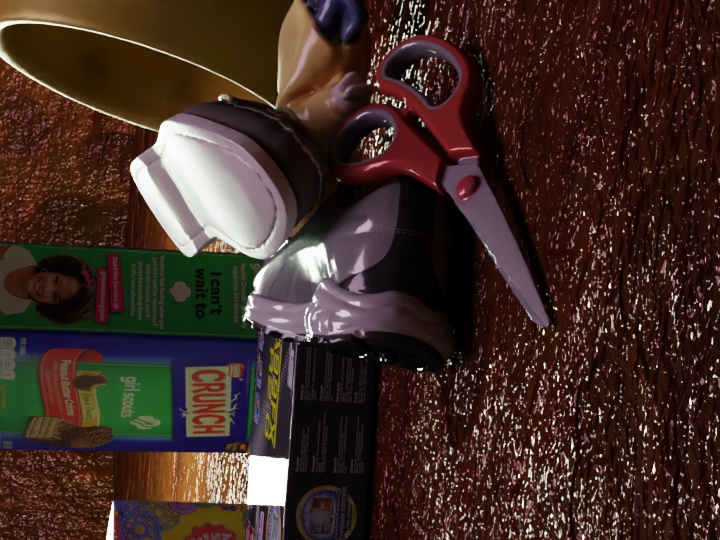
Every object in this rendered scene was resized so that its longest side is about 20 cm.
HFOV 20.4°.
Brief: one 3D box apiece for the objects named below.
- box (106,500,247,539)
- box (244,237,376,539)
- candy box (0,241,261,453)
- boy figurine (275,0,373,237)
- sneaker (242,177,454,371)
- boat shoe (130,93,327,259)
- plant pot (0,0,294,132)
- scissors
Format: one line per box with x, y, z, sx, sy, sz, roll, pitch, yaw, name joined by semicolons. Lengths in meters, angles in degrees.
-0.098;0.274;1.206;0.193;0.121;0.201;107;163;-51;box
-0.028;0.081;1.072;0.160;0.044;0.202;-149;62;-79;box
-0.151;0.056;1.337;0.169;0.198;0.078;106;162;-58;candy box
-0.010;-0.098;0.960;0.125;0.064;0.201;-105;19;-59;boy figurine
0.000;0.000;0.886;0.200;0.073;0.080;176;106;-74;sneaker
-0.052;-0.047;0.895;0.072;0.060;0.202;59;164;-8;boat shoe
-0.103;-0.196;1.207;0.201;0.199;0.190;144;143;-78;plant pot
0.042;-0.041;0.757;0.073;0.014;0.200;-48;31;-1;scissors
